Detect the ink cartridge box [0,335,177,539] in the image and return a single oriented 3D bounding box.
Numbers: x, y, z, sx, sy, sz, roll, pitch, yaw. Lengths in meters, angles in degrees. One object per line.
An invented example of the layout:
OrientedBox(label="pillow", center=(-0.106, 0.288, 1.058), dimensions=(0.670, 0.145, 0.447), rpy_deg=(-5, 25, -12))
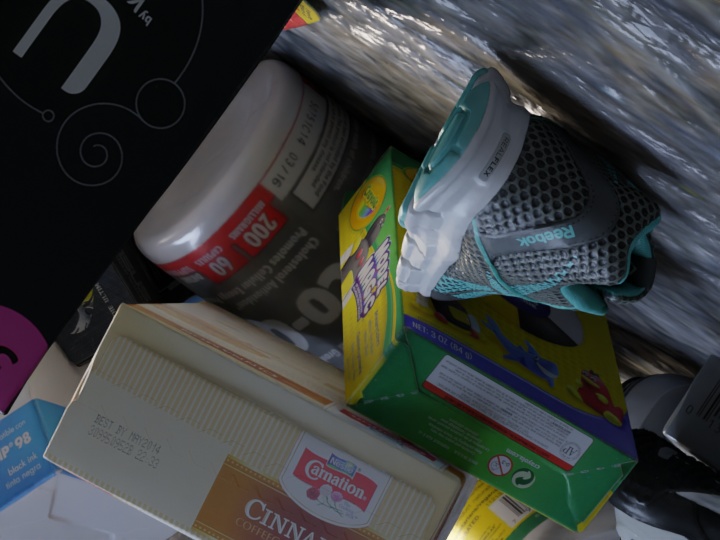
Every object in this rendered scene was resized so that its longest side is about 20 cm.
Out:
OrientedBox(label="ink cartridge box", center=(-0.164, 0.041, 1.267), dimensions=(0.116, 0.067, 0.200), rpy_deg=(26, -145, -54))

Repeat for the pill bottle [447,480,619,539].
OrientedBox(label="pill bottle", center=(0.070, 0.134, 1.338), dimensions=(0.113, 0.113, 0.200), rpy_deg=(39, 180, -35))

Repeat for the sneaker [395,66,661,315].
OrientedBox(label="sneaker", center=(0.065, -0.011, 0.967), dimensions=(0.091, 0.078, 0.200), rpy_deg=(29, 177, 5))

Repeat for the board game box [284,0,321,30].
OrientedBox(label="board game box", center=(-0.107, -0.152, 1.050), dimensions=(0.200, 0.030, 0.096), rpy_deg=(34, 176, -11))

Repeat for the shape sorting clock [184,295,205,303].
OrientedBox(label="shape sorting clock", center=(-0.046, 0.038, 1.365), dimensions=(0.200, 0.039, 0.200), rpy_deg=(3, -152, -2))

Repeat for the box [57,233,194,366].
OrientedBox(label="box", center=(-0.147, -0.064, 1.284), dimensions=(0.200, 0.051, 0.158), rpy_deg=(59, -160, -4))

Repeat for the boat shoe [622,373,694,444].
OrientedBox(label="boat shoe", center=(0.158, 0.088, 1.352), dimensions=(0.066, 0.070, 0.200), rpy_deg=(31, -179, 29))

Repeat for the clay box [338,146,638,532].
OrientedBox(label="clay box", center=(0.050, 0.019, 1.110), dimensions=(0.115, 0.048, 0.200), rpy_deg=(30, -157, -16))

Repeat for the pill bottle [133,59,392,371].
OrientedBox(label="pill bottle", center=(0.000, 0.000, 1.255), dimensions=(0.200, 0.114, 0.114), rpy_deg=(37, 175, -21))

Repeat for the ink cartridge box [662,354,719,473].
OrientedBox(label="ink cartridge box", center=(0.234, 0.114, 1.226), dimensions=(0.160, 0.047, 0.200), rpy_deg=(33, 180, 20))

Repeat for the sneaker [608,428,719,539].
OrientedBox(label="sneaker", center=(0.149, 0.130, 1.166), dimensions=(0.074, 0.080, 0.200), rpy_deg=(35, 178, 31))

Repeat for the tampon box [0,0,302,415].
OrientedBox(label="tampon box", center=(-0.132, -0.074, 0.930), dimensions=(0.150, 0.200, 0.126), rpy_deg=(35, 175, -9))

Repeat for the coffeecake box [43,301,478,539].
OrientedBox(label="coffeecake box", center=(-0.032, 0.078, 1.112), dimensions=(0.153, 0.073, 0.200), rpy_deg=(28, -178, 6))
